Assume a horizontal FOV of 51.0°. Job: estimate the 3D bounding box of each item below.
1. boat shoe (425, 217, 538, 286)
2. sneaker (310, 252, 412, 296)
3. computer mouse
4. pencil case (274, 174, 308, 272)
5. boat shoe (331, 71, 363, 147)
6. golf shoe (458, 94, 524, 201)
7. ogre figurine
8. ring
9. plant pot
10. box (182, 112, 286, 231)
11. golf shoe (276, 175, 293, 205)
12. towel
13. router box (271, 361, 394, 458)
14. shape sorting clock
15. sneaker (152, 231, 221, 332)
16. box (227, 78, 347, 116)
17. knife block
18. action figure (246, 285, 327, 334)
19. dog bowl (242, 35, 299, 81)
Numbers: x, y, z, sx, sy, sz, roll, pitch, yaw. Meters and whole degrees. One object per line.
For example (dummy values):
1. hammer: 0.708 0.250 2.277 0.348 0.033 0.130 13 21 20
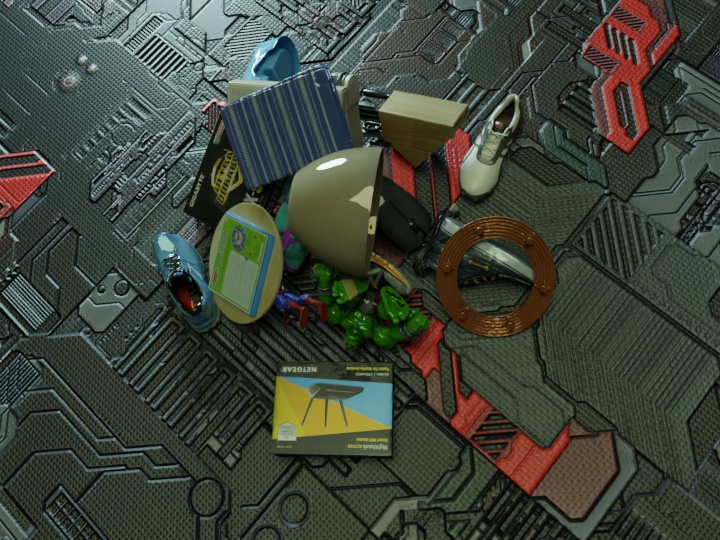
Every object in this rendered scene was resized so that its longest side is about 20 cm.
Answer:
1. boat shoe: 0.211 -0.006 1.289 0.197 0.071 0.092 28 107 -1
2. sneaker: 0.000 0.000 1.310 0.197 0.078 0.078 28 88 19
3. computer mouse: 0.072 -0.099 1.308 0.198 0.053 0.140 33 79 -4
4. pencil case: -0.104 -0.099 1.302 0.084 0.092 0.203 26 106 6
5. boat shoe: -0.033 -0.258 1.359 0.056 0.204 0.067 16 35 25
6. golf shoe: 0.231 -0.223 1.350 0.076 0.088 0.203 23 76 13
7. ogre figurine: 0.009 0.069 1.244 0.195 0.121 0.100 9 55 -8
8. ring: 0.223 0.013 1.245 0.195 0.019 0.206 2 103 8
9. plant pot: -0.041 -0.097 1.183 0.131 0.201 0.205 7 71 4
10. box: -0.217 -0.165 1.359 0.157 0.049 0.204 27 99 20
11. golf shoe: -0.091 -0.131 1.375 0.196 0.078 0.100 13 89 17
12. towel: -0.120 -0.232 1.233 0.196 0.024 0.148 -18 97 12
13. router box: -0.042 0.228 1.237 0.195 0.051 0.153 -1 71 7
14. shape sorting clock: -0.196 -0.012 1.286 0.197 0.039 0.206 0 90 40
15. sneaker: -0.311 0.008 1.331 0.078 0.090 0.202 -33 70 -5
16. box: -0.122 -0.274 1.274 0.195 0.069 0.084 6 109 4
17. knife block: 0.075 -0.280 1.343 0.175 0.199 0.064 42 60 -9
18. action figure: -0.136 0.073 1.285 0.064 0.101 0.198 -10 23 -36
19. dog bowl: -0.176 -0.353 1.432 0.048 0.112 0.203 6 61 24
